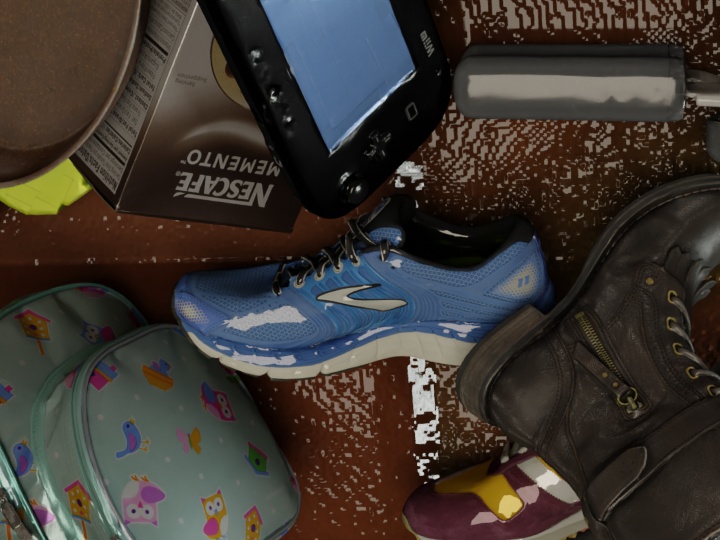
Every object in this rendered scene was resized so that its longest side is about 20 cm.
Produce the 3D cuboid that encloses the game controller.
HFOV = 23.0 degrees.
[{"bbox_3d":[-0.015,-0.113,0.814,0.104,0.042,0.200,-38,139,-12],"label":"game controller"}]

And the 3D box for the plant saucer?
[{"bbox_3d":[-0.170,-0.139,0.851,0.200,0.034,0.200,2,94,34],"label":"plant saucer"}]

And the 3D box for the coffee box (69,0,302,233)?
[{"bbox_3d":[-0.058,-0.126,0.861,0.080,0.113,0.200,43,118,41],"label":"coffee box"}]

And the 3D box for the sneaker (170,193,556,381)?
[{"bbox_3d":[0.000,0.000,0.916,0.200,0.079,0.089,-5,121,2],"label":"sneaker"}]

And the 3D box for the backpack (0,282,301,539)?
[{"bbox_3d":[-0.142,0.105,0.923,0.153,0.176,0.200,-39,86,33],"label":"backpack"}]

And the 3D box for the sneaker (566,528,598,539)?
[{"bbox_3d":[0.123,0.218,0.907,0.115,0.200,0.075,-19,128,1],"label":"sneaker"}]

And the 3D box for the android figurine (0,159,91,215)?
[{"bbox_3d":[-0.197,-0.106,0.940,0.200,0.041,0.182,28,110,1],"label":"android figurine"}]

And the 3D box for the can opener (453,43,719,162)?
[{"bbox_3d":[0.147,-0.083,0.884,0.200,0.053,0.067,6,109,8],"label":"can opener"}]

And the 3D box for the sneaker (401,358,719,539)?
[{"bbox_3d":[0.115,0.090,0.937,0.200,0.075,0.090,-12,108,4],"label":"sneaker"}]

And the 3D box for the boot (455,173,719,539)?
[{"bbox_3d":[0.159,0.057,0.844,0.200,0.174,0.069,-40,137,-9],"label":"boot"}]
